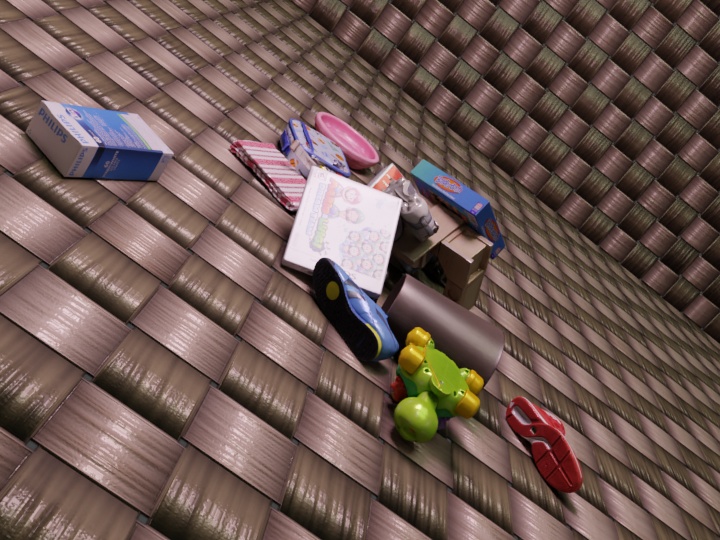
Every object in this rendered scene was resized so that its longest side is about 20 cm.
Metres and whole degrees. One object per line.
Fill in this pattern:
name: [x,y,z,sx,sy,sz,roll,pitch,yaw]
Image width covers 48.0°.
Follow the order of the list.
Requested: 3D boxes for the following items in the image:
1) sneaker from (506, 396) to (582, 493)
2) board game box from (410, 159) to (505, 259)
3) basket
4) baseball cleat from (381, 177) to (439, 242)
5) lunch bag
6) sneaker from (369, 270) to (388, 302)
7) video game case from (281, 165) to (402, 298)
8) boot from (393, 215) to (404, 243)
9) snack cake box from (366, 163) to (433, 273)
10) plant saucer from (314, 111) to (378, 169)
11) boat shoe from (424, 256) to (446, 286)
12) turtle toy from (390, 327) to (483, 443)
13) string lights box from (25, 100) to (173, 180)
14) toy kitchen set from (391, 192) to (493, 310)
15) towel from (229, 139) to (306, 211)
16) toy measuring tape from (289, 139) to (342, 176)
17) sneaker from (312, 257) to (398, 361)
sneaker: [0.352,0.309,1.437,0.114,0.079,0.202,19,30,-40]
board game box: [0.200,-0.126,1.664,0.199,0.045,0.153,39,-12,38]
basket: [0.130,0.108,1.396,0.198,0.137,0.181,33,13,-5]
baseball cleat: [0.095,-0.112,1.561,0.107,0.069,0.201,58,5,-23]
lunch bag: [-0.107,-0.257,1.804,0.159,0.076,0.201,30,19,-26]
sneaker: [0.000,-0.001,1.498,0.092,0.071,0.200,21,22,-4]
video game case: [-0.028,-0.070,1.419,0.178,0.024,0.204,19,61,-8]
boot: [0.009,-0.103,1.580,0.207,0.081,0.157,11,12,23]
snack cake box: [0.085,-0.110,1.721,0.201,0.067,0.115,50,53,-9]
plant saucer: [-0.043,-0.329,2.096,0.199,0.051,0.202,33,22,-15]
boat shoe: [0.189,-0.007,1.811,0.199,0.072,0.065,41,15,-12]
turtle toy: [0.101,0.185,1.224,0.145,0.102,0.200,39,21,0]
string lights box: [-0.387,-0.192,1.219,0.103,0.059,0.199,45,21,16]
toy kitchen set: [0.128,-0.008,1.632,0.199,0.183,0.162,37,52,26]
towel: [-0.164,-0.189,1.644,0.200,0.030,0.146,48,22,15]
toy measuring tape: [-0.074,-0.192,1.687,0.201,0.073,0.074,51,8,-42]
sneaker: [-0.008,0.063,1.328,0.078,0.066,0.202,-5,53,-50]
